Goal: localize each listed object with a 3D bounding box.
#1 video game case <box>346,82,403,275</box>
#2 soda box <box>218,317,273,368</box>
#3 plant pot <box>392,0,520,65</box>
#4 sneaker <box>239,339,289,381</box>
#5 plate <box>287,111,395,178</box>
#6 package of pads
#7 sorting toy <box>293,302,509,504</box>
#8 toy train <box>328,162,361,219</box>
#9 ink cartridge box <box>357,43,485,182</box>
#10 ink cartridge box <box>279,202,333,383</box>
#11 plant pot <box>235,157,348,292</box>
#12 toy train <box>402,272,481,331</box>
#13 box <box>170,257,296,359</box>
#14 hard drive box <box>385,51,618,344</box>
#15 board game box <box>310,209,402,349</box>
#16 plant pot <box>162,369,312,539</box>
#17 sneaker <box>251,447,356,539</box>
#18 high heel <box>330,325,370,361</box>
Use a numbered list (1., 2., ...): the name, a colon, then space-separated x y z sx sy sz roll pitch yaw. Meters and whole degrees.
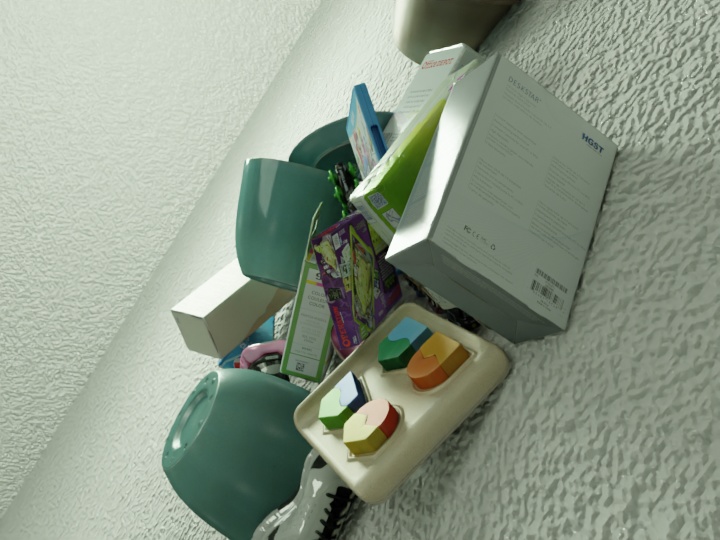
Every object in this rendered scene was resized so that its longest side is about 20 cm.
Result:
1. video game case: 0.024 -0.105 1.153 0.143 0.017 0.203 107 146 -77
2. soda box: -0.188 0.099 1.594 0.064 0.067 0.201 -51 20 20
3. plant pot: 0.126 -0.392 1.377 0.202 0.197 0.175 -81 14 -50
4. sneaker: -0.131 0.176 1.299 0.201 0.078 0.097 111 141 -57
5. plate: -0.007 -0.166 1.385 0.200 0.197 0.026 -38 61 47
6. package of pads: 0.099 -0.081 0.935 0.201 0.155 0.068 -51 17 -29
7. sorting toy: 0.029 0.114 0.928 0.185 0.037 0.200 -44 26 -9
8. toy train: 0.001 -0.057 1.257 0.041 0.057 0.202 -20 57 3
9. ink cartridge box: 0.094 -0.183 1.260 0.202 0.082 0.146 -60 18 -1
10. ink cartridge box: -0.048 0.027 1.206 0.104 0.058 0.204 -71 -7 -75
11. plant pot: -0.095 -0.055 1.404 0.200 0.197 0.164 -3 71 68
12. toy train: 0.086 0.023 1.028 0.034 0.047 0.200 -21 19 -8
13. box: -0.190 0.044 1.509 0.094 0.079 0.199 10 40 44
14. hard drive box: 0.131 -0.063 0.860 0.077 0.155 0.202 -24 38 59
15. board game box: 0.000 0.000 1.074 0.032 0.122 0.200 -16 8 18
16. plant pot: -0.134 0.211 1.123 0.201 0.160 0.202 -49 20 25
17. sneaker: -0.037 0.250 0.985 0.202 0.073 0.080 -57 34 17
18. high heel: 0.020 0.090 1.094 0.096 0.068 0.201 -36 27 15
